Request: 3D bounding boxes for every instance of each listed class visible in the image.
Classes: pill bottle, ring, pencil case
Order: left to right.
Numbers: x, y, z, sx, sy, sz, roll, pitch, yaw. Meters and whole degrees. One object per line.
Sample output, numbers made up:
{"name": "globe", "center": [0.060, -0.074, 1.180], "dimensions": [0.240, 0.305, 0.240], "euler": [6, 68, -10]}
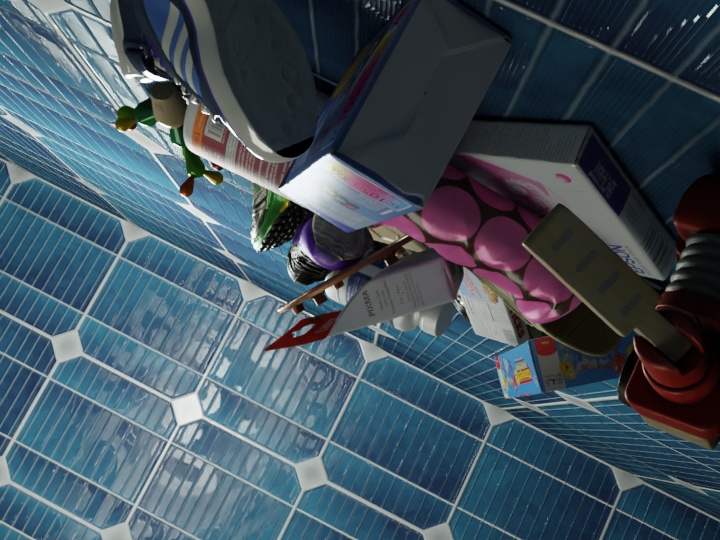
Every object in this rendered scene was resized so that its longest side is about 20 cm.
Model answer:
{"name": "pill bottle", "center": [-0.062, -0.126, 0.760], "dimensions": [0.200, 0.110, 0.110], "euler": [27, 170, 4]}
{"name": "ring", "center": [0.000, 0.000, 0.848], "dimensions": [0.019, 0.200, 0.200], "euler": [60, 167, -1]}
{"name": "pill bottle", "center": [0.052, 0.030, 1.247], "dimensions": [0.200, 0.111, 0.111], "euler": [23, 169, 23]}
{"name": "pencil case", "center": [0.102, -0.027, 0.678], "dimensions": [0.200, 0.091, 0.094], "euler": [31, 136, -7]}

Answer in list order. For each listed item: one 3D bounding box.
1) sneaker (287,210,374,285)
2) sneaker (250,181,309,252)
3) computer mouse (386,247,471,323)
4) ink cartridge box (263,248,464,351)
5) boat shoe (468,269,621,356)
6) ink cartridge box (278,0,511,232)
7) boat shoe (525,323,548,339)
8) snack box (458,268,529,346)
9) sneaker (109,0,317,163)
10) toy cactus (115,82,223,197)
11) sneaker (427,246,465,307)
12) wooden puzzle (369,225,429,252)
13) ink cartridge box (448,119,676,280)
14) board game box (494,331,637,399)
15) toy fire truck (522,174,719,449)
{"name": "sneaker", "center": [-0.042, -0.020, 0.846], "dimensions": [0.070, 0.100, 0.200], "euler": [33, -166, -9]}
{"name": "sneaker", "center": [-0.096, -0.102, 0.926], "dimensions": [0.085, 0.078, 0.200], "euler": [46, 137, 22]}
{"name": "computer mouse", "center": [0.085, 0.016, 1.011], "dimensions": [0.110, 0.044, 0.200], "euler": [50, -165, 32]}
{"name": "ink cartridge box", "center": [0.005, 0.024, 0.814], "dimensions": [0.200, 0.047, 0.160], "euler": [-15, -175, 12]}
{"name": "boat shoe", "center": [0.167, 0.011, 0.763], "dimensions": [0.200, 0.073, 0.063], "euler": [31, -179, -1]}
{"name": "ink cartridge box", "center": [0.012, -0.107, 0.585], "dimensions": [0.076, 0.137, 0.200], "euler": [31, 169, -12]}
{"name": "boat shoe", "center": [0.228, 0.021, 0.893], "dimensions": [0.074, 0.076, 0.200], "euler": [-2, 156, 6]}
{"name": "snack box", "center": [0.136, 0.001, 0.892], "dimensions": [0.072, 0.024, 0.200], "euler": [16, 139, 49]}
{"name": "sneaker", "center": [-0.121, -0.157, 0.594], "dimensions": [0.146, 0.081, 0.200], "euler": [-22, 96, 53]}
{"name": "toy cactus", "center": [-0.253, -0.188, 1.037], "dimensions": [0.200, 0.102, 0.165], "euler": [34, 162, 13]}
{"name": "sneaker", "center": [0.141, 0.002, 0.968], "dimensions": [0.200, 0.081, 0.076], "euler": [34, 169, -29]}
{"name": "wooden puzzle", "center": [-0.011, -0.091, 1.007], "dimensions": [0.200, 0.046, 0.185], "euler": [11, 162, 43]}
{"name": "ink cartridge box", "center": [0.156, -0.066, 0.698], "dimensions": [0.200, 0.043, 0.196], "euler": [14, 164, 47]}
{"name": "board game box", "center": [0.268, 0.096, 0.868], "dimensions": [0.200, 0.056, 0.196], "euler": [-11, 169, -2]}
{"name": "toy fire truck", "center": [0.212, 0.004, 0.512], "dimensions": [0.129, 0.176, 0.200], "euler": [20, 167, 38]}
